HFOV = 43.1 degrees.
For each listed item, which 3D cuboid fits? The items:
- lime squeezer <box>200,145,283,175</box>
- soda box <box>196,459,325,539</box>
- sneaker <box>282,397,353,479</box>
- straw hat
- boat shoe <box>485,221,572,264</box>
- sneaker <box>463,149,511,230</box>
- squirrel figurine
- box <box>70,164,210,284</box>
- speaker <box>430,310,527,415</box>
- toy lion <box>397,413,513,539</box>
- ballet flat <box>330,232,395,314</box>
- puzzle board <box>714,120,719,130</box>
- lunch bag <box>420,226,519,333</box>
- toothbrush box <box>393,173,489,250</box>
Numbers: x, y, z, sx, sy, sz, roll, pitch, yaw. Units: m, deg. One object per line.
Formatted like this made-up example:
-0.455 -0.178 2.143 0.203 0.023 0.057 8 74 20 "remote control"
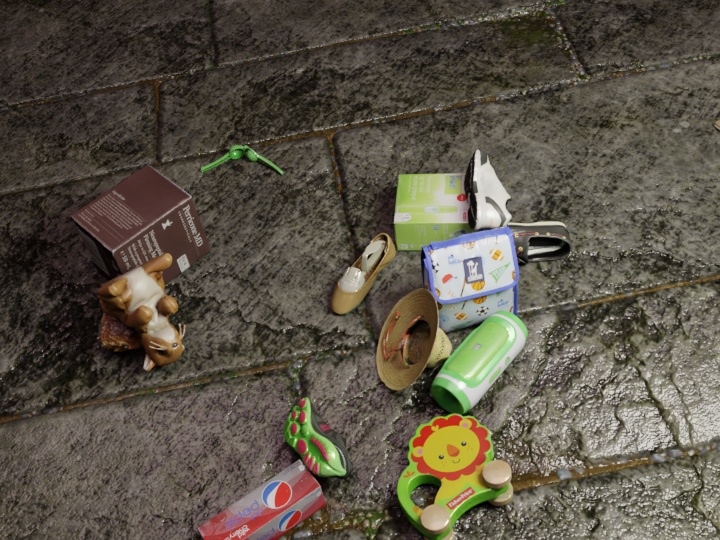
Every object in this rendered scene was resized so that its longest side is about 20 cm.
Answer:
-0.268 -0.258 2.100 0.199 0.038 0.071 4 49 12 "lime squeezer"
-0.157 0.398 1.472 0.199 0.064 0.070 -31 50 -18 "soda box"
-0.073 0.293 1.556 0.077 0.084 0.200 -49 35 9 "sneaker"
0.116 0.134 1.637 0.085 0.201 0.202 21 42 -25 "straw hat"
0.315 -0.050 1.793 0.200 0.074 0.063 -6 40 -2 "boat shoe"
0.251 -0.156 1.800 0.079 0.074 0.201 6 53 -7 "sneaker"
-0.414 0.094 1.734 0.199 0.187 0.141 -17 15 46 "squirrel figurine"
-0.450 -0.075 1.877 0.200 0.166 0.164 -39 53 -23 "box"
0.212 0.161 1.612 0.088 0.089 0.200 28 58 30 "speaker"
0.142 0.329 1.494 0.199 0.069 0.192 -32 44 -18 "toy lion"
0.000 0.000 1.806 0.068 0.063 0.200 21 55 26 "ballet flat"
0.885 -0.285 1.952 0.150 0.017 0.200 -23 49 -13 "puzzle board"
0.199 0.013 1.669 0.169 0.201 0.124 -12 47 -3 "lunch bag"
0.174 -0.121 1.873 0.199 0.086 0.146 1 49 8 "toothbrush box"
